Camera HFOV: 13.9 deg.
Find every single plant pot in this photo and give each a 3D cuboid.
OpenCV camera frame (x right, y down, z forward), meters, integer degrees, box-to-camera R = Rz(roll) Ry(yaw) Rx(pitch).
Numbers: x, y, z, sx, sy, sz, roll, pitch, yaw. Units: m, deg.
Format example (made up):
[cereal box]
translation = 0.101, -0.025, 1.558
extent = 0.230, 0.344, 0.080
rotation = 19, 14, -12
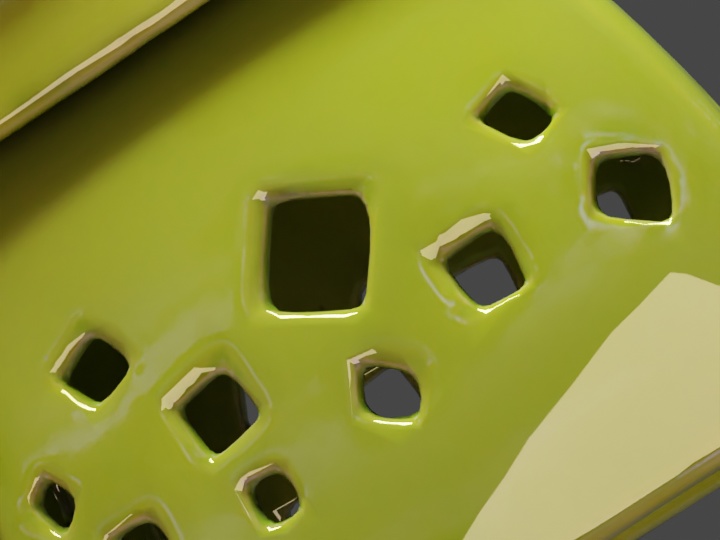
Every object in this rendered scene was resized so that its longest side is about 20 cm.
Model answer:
[plant pot]
translation = 0.000, 0.000, 0.719
extent = 0.199, 0.199, 0.182
rotation = -34, 82, 6
